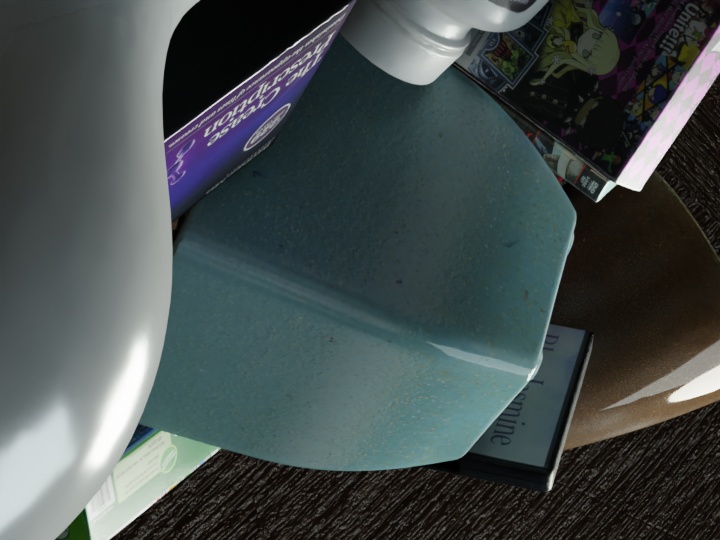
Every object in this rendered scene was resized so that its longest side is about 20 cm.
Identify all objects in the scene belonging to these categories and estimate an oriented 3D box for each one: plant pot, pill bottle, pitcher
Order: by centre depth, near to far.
[{"bbox_3d":[-0.115,-0.027,0.464,0.172,0.121,0.200,51,52,-69],"label":"pitcher"},{"bbox_3d":[0.069,-0.188,0.801,0.200,0.111,0.111,-46,175,27],"label":"pill bottle"},{"bbox_3d":[0.000,0.000,0.901,0.196,0.200,0.197,123,-10,-54],"label":"plant pot"},{"bbox_3d":[0.132,0.045,1.117,0.200,0.187,0.187,-28,174,-5],"label":"plant pot"}]

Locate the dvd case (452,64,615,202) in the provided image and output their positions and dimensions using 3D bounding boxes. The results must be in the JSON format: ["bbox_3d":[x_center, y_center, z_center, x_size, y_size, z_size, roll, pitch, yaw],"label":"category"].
[{"bbox_3d":[0.101,-0.134,1.022,0.146,0.200,0.022,-39,161,-48],"label":"dvd case"}]

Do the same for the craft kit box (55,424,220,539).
[{"bbox_3d":[-0.191,0.104,0.981,0.197,0.049,0.200,1,-163,26],"label":"craft kit box"}]

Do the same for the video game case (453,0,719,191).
[{"bbox_3d":[0.129,-0.172,0.851,0.036,0.181,0.200,14,112,-54],"label":"video game case"}]

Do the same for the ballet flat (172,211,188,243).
[{"bbox_3d":[-0.119,-0.009,1.032,0.200,0.067,0.067,-16,131,-10],"label":"ballet flat"}]

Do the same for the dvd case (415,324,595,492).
[{"bbox_3d":[0.032,0.065,0.999,0.143,0.200,0.018,-63,159,-53],"label":"dvd case"}]

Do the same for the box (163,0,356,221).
[{"bbox_3d":[-0.110,-0.057,0.688,0.200,0.079,0.141,-41,177,-29],"label":"box"}]

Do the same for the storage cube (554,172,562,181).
[{"bbox_3d":[0.033,-0.081,1.114,0.200,0.171,0.180,-40,176,-42],"label":"storage cube"}]
